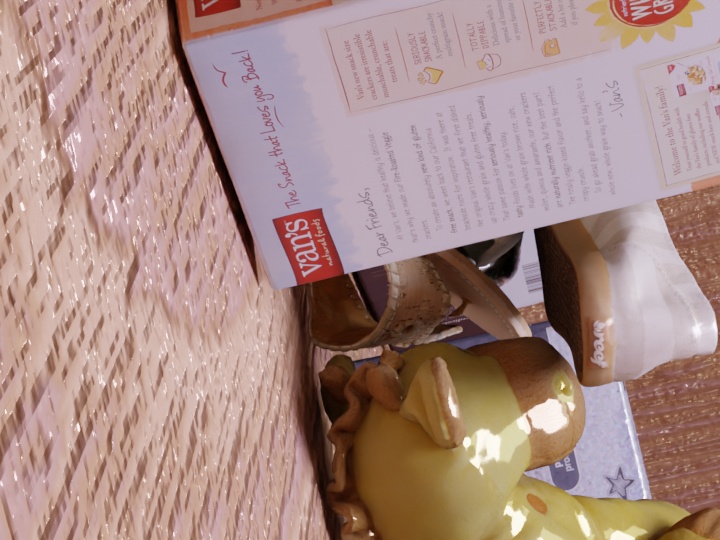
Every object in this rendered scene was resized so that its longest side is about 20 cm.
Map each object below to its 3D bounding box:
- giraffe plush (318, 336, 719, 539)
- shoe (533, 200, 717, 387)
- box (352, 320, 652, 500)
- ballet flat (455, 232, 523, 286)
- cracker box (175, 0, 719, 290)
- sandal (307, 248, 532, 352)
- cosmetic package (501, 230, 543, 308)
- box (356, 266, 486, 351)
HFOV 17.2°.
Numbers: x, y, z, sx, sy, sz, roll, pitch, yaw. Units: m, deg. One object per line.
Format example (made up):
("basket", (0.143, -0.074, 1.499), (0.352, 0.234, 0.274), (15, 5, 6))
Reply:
("giraffe plush", (0.050, 0.099, 0.957), (0.200, 0.172, 0.163), (-30, 98, -49))
("shoe", (0.102, -0.005, 0.976), (0.200, 0.053, 0.071), (-100, -179, -68))
("box", (0.078, 0.135, 1.127), (0.115, 0.131, 0.202), (65, 13, -78))
("ballet flat", (0.041, -0.046, 0.998), (0.071, 0.069, 0.200), (55, -3, 25))
("cracker box", (0.045, -0.075, 0.829), (0.134, 0.198, 0.058), (73, 5, -50))
("sandal", (-0.004, -0.002, 0.990), (0.077, 0.070, 0.212), (30, -13, 40))
("cosmetic package", (0.072, -0.100, 1.354), (0.201, 0.051, 0.152), (72, 7, -46))
("box", (0.029, -0.032, 1.393), (0.200, 0.074, 0.101), (64, 13, -67))
